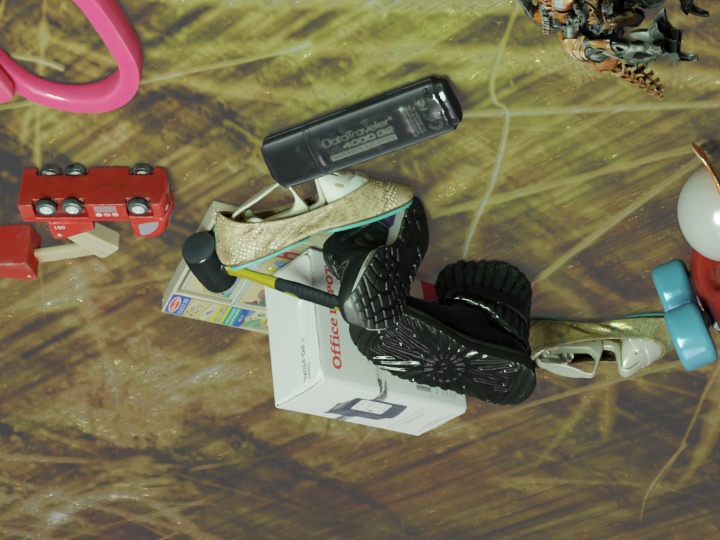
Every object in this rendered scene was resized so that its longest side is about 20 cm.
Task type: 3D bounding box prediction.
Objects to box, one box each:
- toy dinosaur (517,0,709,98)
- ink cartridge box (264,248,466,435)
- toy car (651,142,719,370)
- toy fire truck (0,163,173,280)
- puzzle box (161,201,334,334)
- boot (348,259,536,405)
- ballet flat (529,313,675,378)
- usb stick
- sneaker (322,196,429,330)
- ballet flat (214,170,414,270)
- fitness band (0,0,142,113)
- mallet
[{"bbox_3d":[0.201,-0.209,1.287,0.135,0.103,0.199,-3,170,37],"label":"toy dinosaur"},{"bbox_3d":[0.004,0.077,1.652,0.199,0.146,0.084,15,146,-38],"label":"ink cartridge box"},{"bbox_3d":[0.351,-0.044,1.501,0.183,0.177,0.201,-21,114,12],"label":"toy car"},{"bbox_3d":[-0.279,-0.046,1.589,0.198,0.049,0.141,-1,149,2],"label":"toy fire truck"},{"bbox_3d":[-0.122,0.001,1.681,0.132,0.026,0.200,13,147,-16],"label":"puzzle box"},{"bbox_3d":[0.083,0.041,1.614,0.210,0.159,0.080,24,128,-19],"label":"boot"},{"bbox_3d":[0.269,0.087,1.759,0.198,0.071,0.071,0,149,3],"label":"ballet flat"},{"bbox_3d":[-0.002,-0.125,1.455,0.199,0.033,0.056,-17,113,28],"label":"usb stick"},{"bbox_3d":[0.000,0.000,1.520,0.087,0.200,0.076,-6,114,21],"label":"sneaker"},{"bbox_3d":[-0.048,-0.061,1.526,0.199,0.071,0.066,-21,107,-2],"label":"ballet flat"},{"bbox_3d":[-0.267,-0.199,1.358,0.142,0.038,0.200,-10,148,13],"label":"fitness band"},{"bbox_3d":[-0.090,0.006,1.557,0.199,0.041,0.066,13,155,36],"label":"mallet"}]
